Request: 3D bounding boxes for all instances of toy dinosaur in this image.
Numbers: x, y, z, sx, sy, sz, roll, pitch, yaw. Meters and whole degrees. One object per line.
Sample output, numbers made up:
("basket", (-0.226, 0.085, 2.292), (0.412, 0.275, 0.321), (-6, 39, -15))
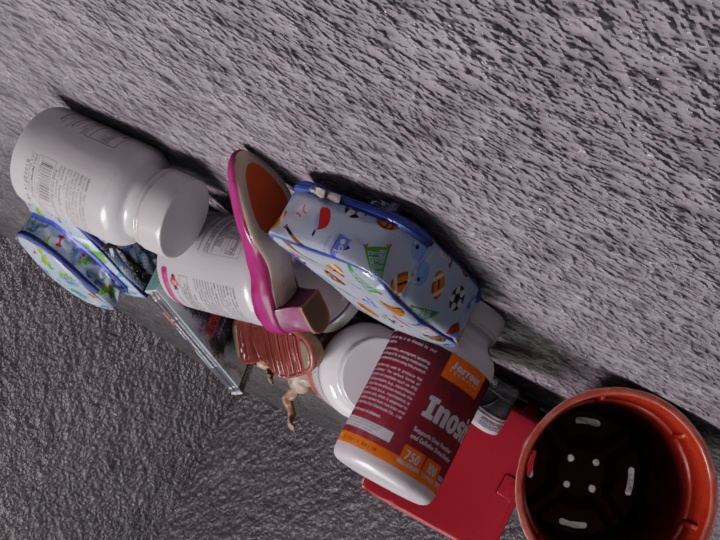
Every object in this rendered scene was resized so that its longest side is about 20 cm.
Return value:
("toy dinosaur", (-0.078, 0.116, 1.452), (0.200, 0.135, 0.086), (39, 150, 32))

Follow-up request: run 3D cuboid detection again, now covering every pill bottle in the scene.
("pill bottle", (0.064, 0.121, 1.092), (0.112, 0.201, 0.113), (27, 168, 6))
("pill bottle", (-0.121, 0.000, 1.208), (0.198, 0.114, 0.113), (11, 160, 38))
("pill bottle", (-0.269, -0.092, 1.184), (0.198, 0.115, 0.114), (24, 167, 19))
("pill bottle", (0.001, 0.115, 1.277), (0.111, 0.113, 0.200), (31, 174, -10))

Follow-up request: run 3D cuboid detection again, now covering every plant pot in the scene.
("plant pot", (0.252, 0.224, 1.156), (0.199, 0.202, 0.195), (28, 176, 4))

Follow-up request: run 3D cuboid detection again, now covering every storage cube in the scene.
("storage cube", (0.126, 0.229, 1.368), (0.178, 0.202, 0.171), (27, -178, 12))

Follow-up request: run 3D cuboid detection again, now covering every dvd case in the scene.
("dvd case", (-0.179, 0.035, 1.343), (0.022, 0.147, 0.201), (-6, 135, 28))

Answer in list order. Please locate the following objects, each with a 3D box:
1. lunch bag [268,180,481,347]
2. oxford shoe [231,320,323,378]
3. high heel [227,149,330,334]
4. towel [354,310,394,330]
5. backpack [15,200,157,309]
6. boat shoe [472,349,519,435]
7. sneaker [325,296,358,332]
("lunch bag", (0.012, -0.007, 0.996), (0.159, 0.076, 0.200), (23, 167, 37))
("oxford shoe", (-0.084, 0.078, 1.273), (0.074, 0.071, 0.199), (-12, -169, -28))
("high heel", (-0.103, -0.022, 1.054), (0.095, 0.067, 0.202), (3, 120, 44))
("towel", (-0.001, 0.054, 1.397), (0.143, 0.023, 0.199), (37, 165, -29))
("backpack", (-0.353, -0.054, 1.405), (0.182, 0.147, 0.201), (16, 147, 51))
("boat shoe", (0.116, 0.104, 1.234), (0.071, 0.068, 0.200), (27, -168, -30))
("sneaker", (-0.081, 0.011, 1.290), (0.114, 0.073, 0.200), (39, 164, -29))
